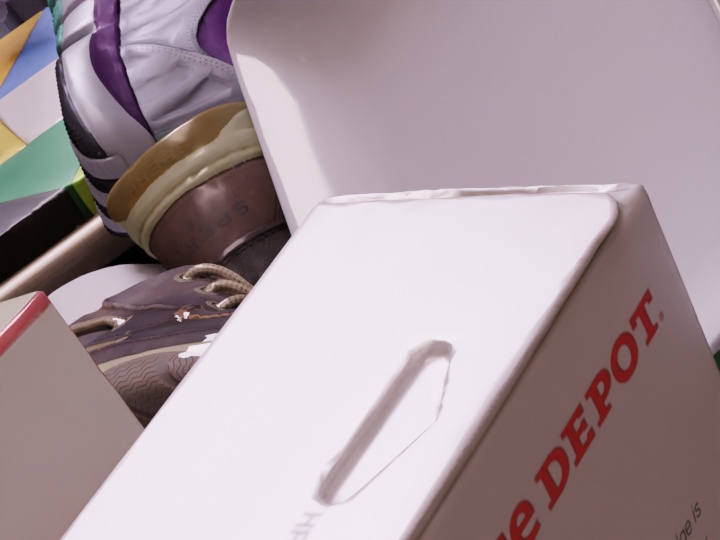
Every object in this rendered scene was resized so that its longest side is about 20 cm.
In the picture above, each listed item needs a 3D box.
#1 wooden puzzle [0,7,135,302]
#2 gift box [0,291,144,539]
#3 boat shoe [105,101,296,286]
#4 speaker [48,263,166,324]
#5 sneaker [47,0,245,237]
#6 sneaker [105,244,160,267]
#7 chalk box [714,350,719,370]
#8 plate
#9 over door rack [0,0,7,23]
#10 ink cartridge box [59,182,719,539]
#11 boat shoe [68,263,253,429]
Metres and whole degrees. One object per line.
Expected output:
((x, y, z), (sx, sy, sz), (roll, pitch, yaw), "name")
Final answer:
((-0.104, -0.054, 0.975), (0.185, 0.037, 0.200), (-37, 28, -9), "wooden puzzle")
((-0.100, 0.132, 0.643), (0.187, 0.200, 0.185), (-17, 30, 47), "gift box")
((0.000, -0.001, 0.825), (0.072, 0.201, 0.066), (-37, 68, 21), "boat shoe")
((-0.033, 0.064, 0.795), (0.081, 0.081, 0.200), (-33, 30, -14), "speaker")
((-0.059, -0.092, 0.912), (0.087, 0.074, 0.200), (-17, 47, 1), "sneaker")
((-0.059, -0.027, 0.985), (0.200, 0.060, 0.104), (-14, 34, 24), "sneaker")
((0.109, -0.010, 0.721), (0.125, 0.124, 0.200), (8, 30, -5), "chalk box")
((0.036, -0.039, 0.651), (0.032, 0.200, 0.200), (-5, 59, -27), "plate")
((-0.220, -0.112, 1.025), (0.200, 0.067, 0.148), (9, 11, 14), "over door rack")
((0.028, 0.102, 0.561), (0.084, 0.200, 0.146), (-1, 39, 36), "ink cartridge box")
((-0.046, 0.031, 0.698), (0.200, 0.074, 0.073), (-15, 39, 43), "boat shoe")
